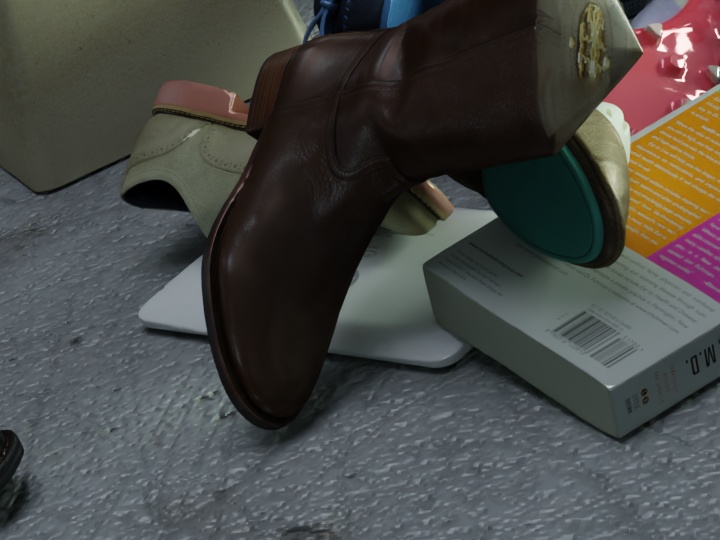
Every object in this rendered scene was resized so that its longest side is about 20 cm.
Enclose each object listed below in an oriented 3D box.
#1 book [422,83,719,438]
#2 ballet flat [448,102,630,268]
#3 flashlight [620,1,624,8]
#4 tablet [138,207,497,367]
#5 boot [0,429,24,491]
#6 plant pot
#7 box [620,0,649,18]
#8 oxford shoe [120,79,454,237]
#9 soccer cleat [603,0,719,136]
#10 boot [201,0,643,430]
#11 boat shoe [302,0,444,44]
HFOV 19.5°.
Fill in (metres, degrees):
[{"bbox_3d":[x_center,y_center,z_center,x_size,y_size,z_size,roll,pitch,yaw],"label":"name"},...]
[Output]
[{"bbox_3d":[0.146,-0.012,0.905,0.200,0.048,0.134,-28,34,-21],"label":"book"},{"bbox_3d":[0.072,-0.058,0.925,0.072,0.068,0.200,-13,25,-30],"label":"ballet flat"},{"bbox_3d":[0.089,-0.126,1.087,0.068,0.068,0.200,11,16,14],"label":"flashlight"},{"bbox_3d":[0.000,0.000,1.013,0.200,0.014,0.130,6,34,41],"label":"tablet"},{"bbox_3d":[-0.262,0.048,0.893,0.200,0.174,0.069,-15,25,6],"label":"boot"},{"bbox_3d":[-0.173,-0.189,1.316,0.200,0.177,0.200,-26,26,-19],"label":"plant pot"},{"bbox_3d":[0.100,-0.229,1.249,0.137,0.040,0.200,-18,64,-2],"label":"box"},{"bbox_3d":[-0.039,-0.038,1.047,0.200,0.071,0.074,16,72,43],"label":"oxford shoe"},{"bbox_3d":[0.155,-0.107,1.092,0.200,0.067,0.076,-46,1,-33],"label":"soccer cleat"},{"bbox_3d":[0.025,-0.035,0.865,0.064,0.187,0.200,19,-22,-41],"label":"boot"},{"bbox_3d":[0.003,-0.135,1.164,0.069,0.084,0.200,17,-1,6],"label":"boat shoe"}]
